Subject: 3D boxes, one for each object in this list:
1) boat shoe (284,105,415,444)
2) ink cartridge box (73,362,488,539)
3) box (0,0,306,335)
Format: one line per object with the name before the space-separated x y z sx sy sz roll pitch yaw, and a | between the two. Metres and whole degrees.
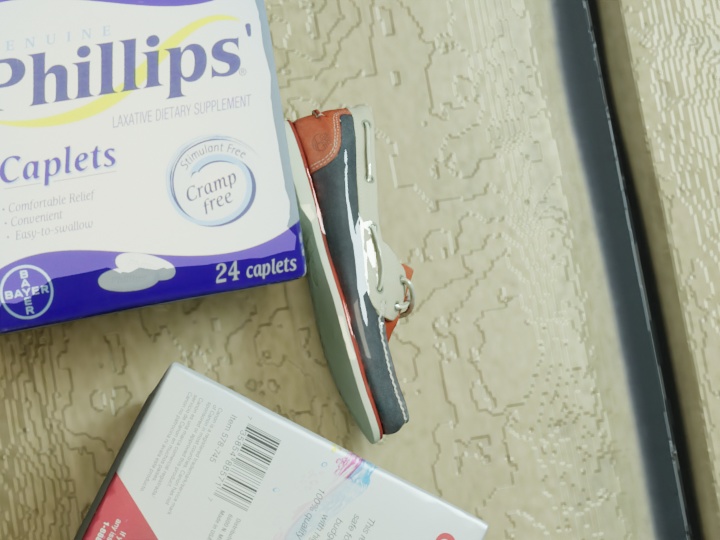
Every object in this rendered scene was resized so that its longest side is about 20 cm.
boat shoe | 0.000 0.000 1.516 0.062 0.071 0.201 -13 78 -15
ink cartridge box | -0.055 0.166 1.435 0.199 0.145 0.146 28 76 -4
box | -0.141 -0.078 1.468 0.183 0.105 0.201 -10 93 -12
